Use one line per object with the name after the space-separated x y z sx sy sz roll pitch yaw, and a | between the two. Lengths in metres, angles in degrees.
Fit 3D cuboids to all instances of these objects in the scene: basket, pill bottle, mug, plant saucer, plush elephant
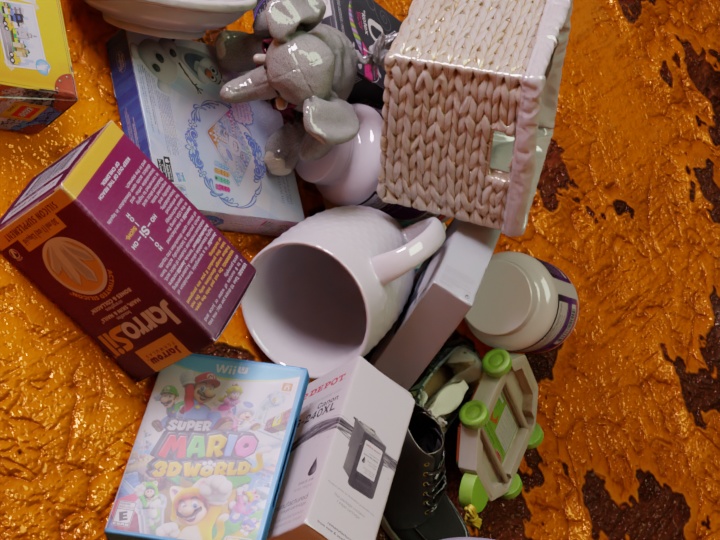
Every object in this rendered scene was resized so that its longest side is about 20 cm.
0.119 -0.180 1.595 0.159 0.200 0.201 13 42 11 | basket
0.178 0.037 1.793 0.200 0.111 0.112 14 55 -71 | pill bottle
0.000 0.000 1.608 0.149 0.199 0.175 61 32 -7 | mug
-0.206 -0.270 1.590 0.199 0.199 0.051 -7 115 -48 | plant saucer
-0.067 -0.193 1.564 0.155 0.198 0.166 -14 86 -66 | plush elephant
0.024 -0.119 1.733 0.199 0.112 0.114 11 61 -43 | pill bottle

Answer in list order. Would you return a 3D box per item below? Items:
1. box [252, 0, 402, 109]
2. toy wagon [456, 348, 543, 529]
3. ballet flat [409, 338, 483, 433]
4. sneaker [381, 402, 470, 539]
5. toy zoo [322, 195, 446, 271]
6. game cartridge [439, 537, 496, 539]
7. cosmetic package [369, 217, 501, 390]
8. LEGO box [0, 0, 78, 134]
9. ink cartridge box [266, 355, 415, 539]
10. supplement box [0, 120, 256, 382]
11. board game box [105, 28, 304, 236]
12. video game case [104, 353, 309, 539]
-0.019 -0.233 1.756 0.200 0.105 0.123 25 51 -55 | box
0.146 0.189 1.735 0.201 0.039 0.156 -62 144 -29 | toy wagon
0.103 0.131 1.745 0.075 0.074 0.200 54 40 -9 | ballet flat
0.068 0.226 1.623 0.200 0.106 0.075 48 42 -17 | sneaker
0.025 -0.056 1.803 0.199 0.020 0.132 -11 77 -49 | toy zoo
0.107 0.344 1.621 0.199 0.040 0.135 7 89 -45 | game cartridge
0.076 0.033 1.668 0.051 0.200 0.151 31 45 -2 | cosmetic package
-0.357 -0.241 1.453 0.148 0.077 0.202 5 65 -46 | LEGO box
-0.041 0.198 1.491 0.083 0.145 0.201 39 45 -21 | ink cartridge box
-0.216 -0.014 1.437 0.200 0.130 0.104 46 44 -18 | supplement box
-0.160 -0.141 1.635 0.198 0.043 0.202 6 65 -45 | board game box
-0.136 0.165 1.429 0.018 0.142 0.201 83 17 -50 | video game case
